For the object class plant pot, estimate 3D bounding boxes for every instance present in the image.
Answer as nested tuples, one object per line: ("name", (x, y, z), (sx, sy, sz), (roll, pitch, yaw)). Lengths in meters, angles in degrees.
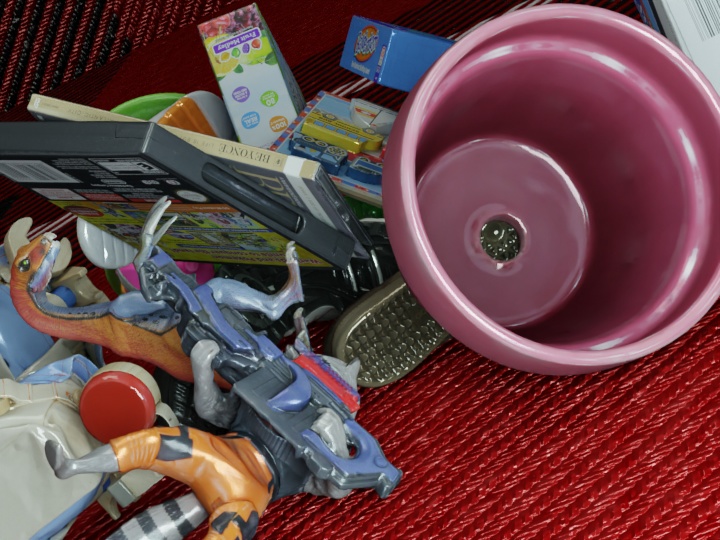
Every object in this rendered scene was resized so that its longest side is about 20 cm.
("plant pot", (0.098, -0.035, 1.314), (0.200, 0.200, 0.179), (-31, -1, -15))

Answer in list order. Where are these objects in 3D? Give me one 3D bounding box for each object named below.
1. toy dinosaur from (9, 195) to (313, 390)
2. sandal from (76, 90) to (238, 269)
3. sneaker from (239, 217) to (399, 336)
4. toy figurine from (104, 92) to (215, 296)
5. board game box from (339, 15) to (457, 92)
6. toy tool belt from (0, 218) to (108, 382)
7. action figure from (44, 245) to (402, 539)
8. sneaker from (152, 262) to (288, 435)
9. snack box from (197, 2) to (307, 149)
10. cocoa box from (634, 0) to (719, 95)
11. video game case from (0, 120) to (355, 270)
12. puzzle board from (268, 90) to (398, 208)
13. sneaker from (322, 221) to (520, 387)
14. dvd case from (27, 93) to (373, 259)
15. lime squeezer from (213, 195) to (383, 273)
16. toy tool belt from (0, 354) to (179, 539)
("toy dinosaur", (-0.124, 0.027, 1.397), (0.181, 0.105, 0.200), (-9, 41, -1))
("sandal", (-0.157, -0.065, 1.653), (0.059, 0.079, 0.207), (-9, 22, 36))
("sneaker", (0.000, 0.000, 1.578), (0.200, 0.074, 0.079), (-8, 7, 44))
("toy figurine", (-0.149, -0.006, 1.765), (0.150, 0.200, 0.184), (6, 32, -11))
("board game box", (0.096, -0.141, 1.711), (0.200, 0.045, 0.152), (14, 7, -14))
("toy tool belt", (-0.238, 0.033, 1.594), (0.125, 0.200, 0.123), (-18, 17, 37))
("action figure", (-0.085, 0.090, 1.290), (0.193, 0.200, 0.105), (-27, -26, -32))
("sneaker", (-0.102, 0.076, 1.511), (0.091, 0.076, 0.200), (-44, 12, 24))
("snack box", (-0.059, -0.098, 1.724), (0.053, 0.143, 0.200), (-23, -16, 2))
("cocoa box", (0.300, -0.183, 1.550), (0.200, 0.134, 0.131), (-26, 13, 1))
("video game case", (-0.132, -0.048, 1.476), (0.200, 0.181, 0.026), (3, 69, 47))
("puzzle board", (0.046, -0.071, 1.587), (0.200, 0.017, 0.151), (21, 26, 6))
("sneaker", (0.061, 0.003, 1.455), (0.200, 0.071, 0.076), (-29, 13, -11))
("dvd case", (-0.100, -0.059, 1.479), (0.200, 0.149, 0.016), (14, 75, 18))
("lime squeezer", (-0.008, -0.030, 1.654), (0.199, 0.071, 0.038), (-13, 55, -6))
("toy tool belt", (-0.189, 0.108, 1.411), (0.200, 0.125, 0.123), (-39, 6, 20))
